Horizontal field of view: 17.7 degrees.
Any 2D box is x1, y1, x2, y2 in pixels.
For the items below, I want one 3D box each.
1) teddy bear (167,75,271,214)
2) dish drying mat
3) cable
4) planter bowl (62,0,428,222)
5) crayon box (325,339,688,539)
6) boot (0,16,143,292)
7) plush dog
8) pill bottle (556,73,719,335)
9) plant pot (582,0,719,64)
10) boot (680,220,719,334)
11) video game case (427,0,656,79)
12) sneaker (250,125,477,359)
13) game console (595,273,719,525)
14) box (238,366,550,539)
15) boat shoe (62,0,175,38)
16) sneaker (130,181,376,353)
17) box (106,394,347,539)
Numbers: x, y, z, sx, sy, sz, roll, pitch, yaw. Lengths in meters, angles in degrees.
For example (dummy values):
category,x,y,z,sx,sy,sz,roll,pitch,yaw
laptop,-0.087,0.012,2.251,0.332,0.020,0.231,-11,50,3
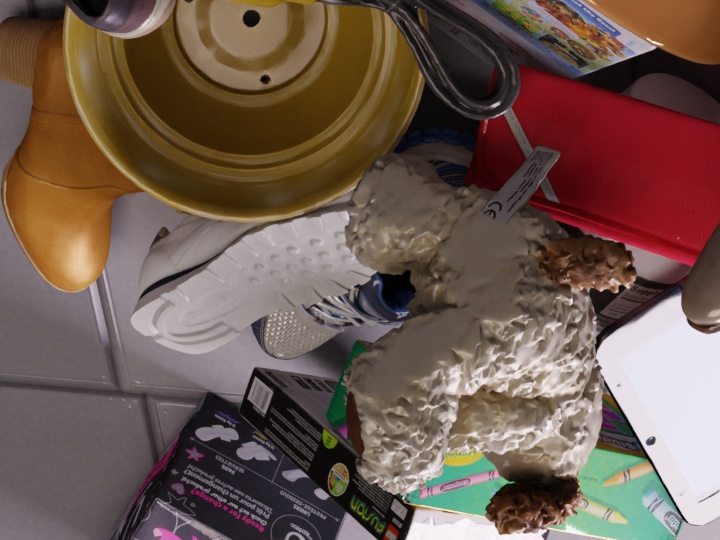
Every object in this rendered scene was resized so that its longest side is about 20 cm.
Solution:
category,x,y,z,sx,sy,sz,roll,pitch,yaw
teddy bear,-0.051,-0.054,1.428,0.145,0.067,0.200,22,131,-2
dish drying mat,0.156,-0.050,1.250,0.200,0.018,0.077,20,104,19
cable,0.004,-0.158,1.236,0.200,0.050,0.097,26,92,-17
planter bowl,-0.063,-0.135,1.300,0.200,0.083,0.201,0,108,0
crayon box,0.094,0.107,1.417,0.200,0.119,0.058,13,105,-29
boot,-0.156,-0.060,1.427,0.144,0.071,0.202,18,129,40
plush dog,0.082,0.043,1.247,0.160,0.200,0.172,-10,145,13
pill bottle,0.135,-0.018,1.362,0.116,0.116,0.200,35,129,-10
plant pot,0.150,-0.221,1.164,0.200,0.200,0.140,34,112,-10
boot,0.211,-0.082,1.138,0.070,0.200,0.146,29,156,51
video game case,0.073,-0.154,1.259,0.143,0.018,0.200,35,170,-10
sneaker,0.000,0.000,1.389,0.077,0.085,0.200,23,129,-30
game console,0.256,0.077,1.320,0.172,0.119,0.200,17,154,39
box,0.019,0.122,1.448,0.110,0.200,0.035,11,106,-36
boat shoe,-0.156,-0.217,1.208,0.072,0.065,0.200,-20,91,14
sneaker,-0.056,-0.022,1.364,0.200,0.081,0.076,-21,134,32
box,-0.110,0.209,1.623,0.132,0.115,0.200,29,130,-6
